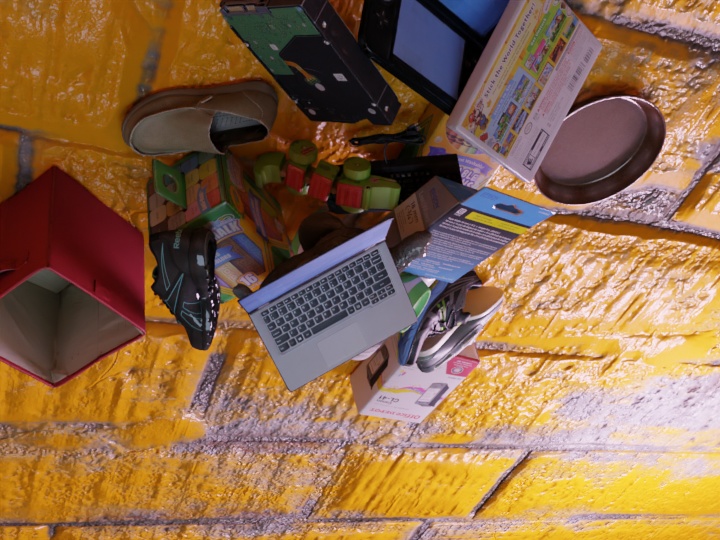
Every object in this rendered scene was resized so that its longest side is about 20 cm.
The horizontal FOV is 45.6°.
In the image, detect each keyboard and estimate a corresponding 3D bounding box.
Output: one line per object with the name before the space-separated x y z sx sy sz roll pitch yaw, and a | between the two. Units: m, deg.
keyboard | 0.036 -0.132 1.148 0.197 0.021 0.128 -4 125 18

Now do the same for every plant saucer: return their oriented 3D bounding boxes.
plant saucer | 0.338 -0.178 1.231 0.197 0.035 0.202 -8 138 -7

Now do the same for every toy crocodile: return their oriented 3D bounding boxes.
toy crocodile | -0.044 -0.117 1.131 0.197 0.062 0.068 17 131 3

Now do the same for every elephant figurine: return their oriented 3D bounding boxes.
elephant figurine | -0.034 -0.005 1.084 0.154 0.142 0.201 -5 134 -48

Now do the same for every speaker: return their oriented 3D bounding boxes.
speaker | 0.000 0.000 1.206 0.089 0.199 0.089 -48 164 -20

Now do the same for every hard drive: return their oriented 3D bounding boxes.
hard drive | -0.055 -0.243 0.979 0.138 0.038 0.200 11 158 40

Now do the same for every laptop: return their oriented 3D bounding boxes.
laptop | -0.028 0.046 0.978 0.185 0.116 0.202 -28 118 -6

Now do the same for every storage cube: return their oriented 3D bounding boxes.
storage cube | -0.398 0.009 1.111 0.169 0.181 0.200 -29 137 17

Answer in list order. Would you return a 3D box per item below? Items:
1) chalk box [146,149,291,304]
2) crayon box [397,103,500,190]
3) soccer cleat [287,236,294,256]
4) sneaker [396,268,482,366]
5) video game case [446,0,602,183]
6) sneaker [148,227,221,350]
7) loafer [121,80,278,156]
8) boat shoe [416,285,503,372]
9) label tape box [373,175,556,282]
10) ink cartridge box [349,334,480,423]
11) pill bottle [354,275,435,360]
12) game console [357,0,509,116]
chalk box | -0.197 -0.074 1.120 0.123 0.126 0.200 -26 139 15
crayon box | 0.136 -0.173 1.162 0.124 0.052 0.201 10 133 -25
soccer cleat | -0.192 -0.010 1.252 0.197 0.067 0.078 -12 109 6
sneaker | 0.125 0.070 1.336 0.082 0.200 0.071 40 160 -5
video game case | 0.205 -0.230 1.049 0.181 0.023 0.202 23 97 -47
sneaker | -0.220 0.022 1.086 0.078 0.076 0.202 4 132 0
loafer | -0.195 -0.179 1.044 0.197 0.068 0.077 -15 140 0
boat shoe | 0.161 0.095 1.411 0.199 0.072 0.062 -35 128 -25
label tape box | 0.132 -0.066 1.126 0.143 0.064 0.199 12 144 -39
ink cartridge box | 0.094 0.176 1.518 0.146 0.086 0.201 14 131 -29
pill bottle | 0.028 0.038 1.320 0.112 0.114 0.200 17 131 -32
game console | 0.112 -0.294 0.975 0.199 0.179 0.115 26 154 -37
